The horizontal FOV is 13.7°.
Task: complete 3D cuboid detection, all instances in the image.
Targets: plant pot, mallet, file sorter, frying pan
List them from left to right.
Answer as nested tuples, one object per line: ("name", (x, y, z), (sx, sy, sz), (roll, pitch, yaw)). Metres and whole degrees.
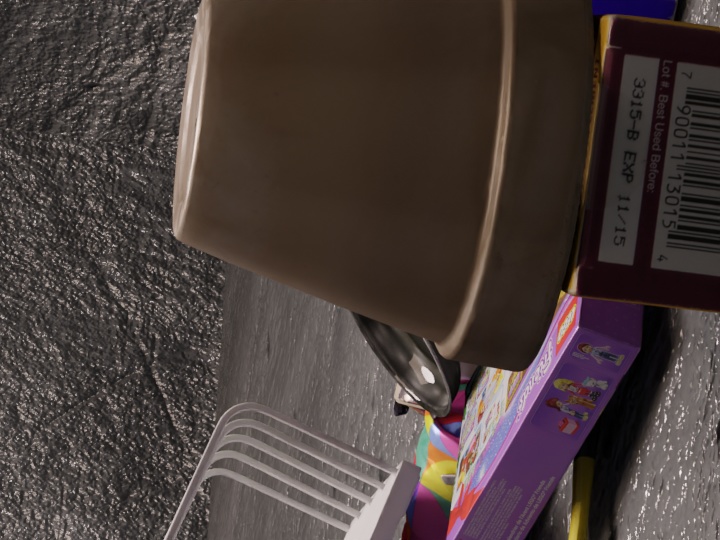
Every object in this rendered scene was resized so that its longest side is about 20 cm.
("file sorter", (-0.059, 0.178, 1.839), (0.200, 0.124, 0.139), (119, 176, -72))
("frying pan", (0.002, 0.010, 1.794), (0.190, 0.031, 0.115), (49, 163, 28))
("plant pot", (0.005, -0.063, 1.399), (0.200, 0.172, 0.201), (-172, 90, -82))
("mallet", (0.121, 0.119, 1.661), (0.066, 0.041, 0.201), (111, 169, -48))

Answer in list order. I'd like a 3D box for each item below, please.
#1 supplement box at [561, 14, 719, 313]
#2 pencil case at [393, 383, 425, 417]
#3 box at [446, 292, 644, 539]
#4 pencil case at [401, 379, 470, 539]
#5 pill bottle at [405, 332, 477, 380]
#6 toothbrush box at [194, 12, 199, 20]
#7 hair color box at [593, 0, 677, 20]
("supplement box", (0.138, -0.054, 1.424), (0.200, 0.102, 0.132), (-148, 65, -83))
("pencil case", (0.071, 0.003, 1.990), (0.089, 0.077, 0.201), (177, 100, -82))
("box", (0.104, 0.055, 1.658), (0.137, 0.039, 0.200), (-79, 12, -47))
("pencil case", (0.063, 0.163, 1.870), (0.089, 0.088, 0.201), (-93, 11, -57))
("pill bottle", (0.073, 0.001, 1.834), (0.200, 0.113, 0.114), (119, 158, -71))
("toothbrush box", (-0.008, -0.107, 1.804), (0.146, 0.086, 0.200), (55, -176, 8))
("hair color box", (0.134, -0.162, 1.736), (0.200, 0.064, 0.110), (-95, 14, -55))
